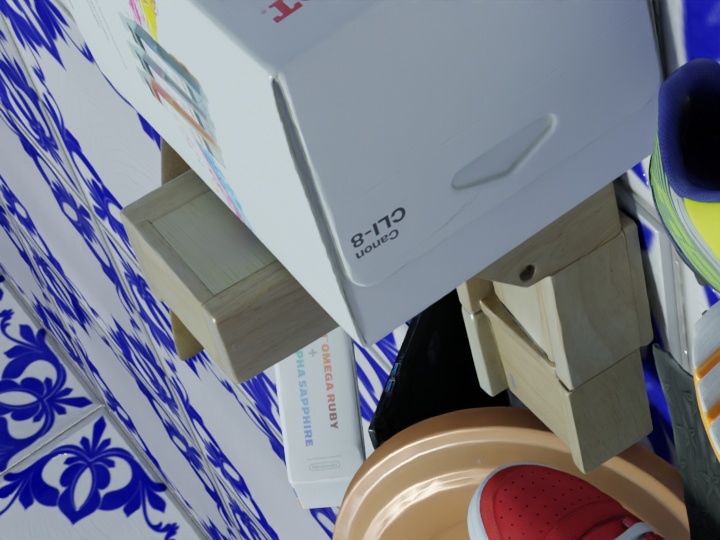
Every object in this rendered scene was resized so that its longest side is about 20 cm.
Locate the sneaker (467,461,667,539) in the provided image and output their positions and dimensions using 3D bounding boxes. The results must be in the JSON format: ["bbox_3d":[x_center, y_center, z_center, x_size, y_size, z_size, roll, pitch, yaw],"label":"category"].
[{"bbox_3d":[0.121,0.133,0.819,0.200,0.071,0.112,45,160,19],"label":"sneaker"}]

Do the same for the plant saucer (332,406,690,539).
[{"bbox_3d":[0.082,0.153,1.045,0.200,0.200,0.032,62,-151,-26],"label":"plant saucer"}]

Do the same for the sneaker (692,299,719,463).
[{"bbox_3d":[0.182,0.087,0.721,0.200,0.078,0.077,52,176,23],"label":"sneaker"}]

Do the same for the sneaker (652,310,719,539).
[{"bbox_3d":[0.178,0.118,0.855,0.104,0.060,0.200,32,148,58],"label":"sneaker"}]

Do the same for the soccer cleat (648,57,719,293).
[{"bbox_3d":[0.150,-0.002,0.632,0.200,0.065,0.084,40,158,51],"label":"soccer cleat"}]

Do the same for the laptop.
[{"bbox_3d":[0.016,0.052,1.168,0.103,0.200,0.177,6,143,23],"label":"laptop"}]

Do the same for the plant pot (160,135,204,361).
[{"bbox_3d":[-0.085,-0.052,1.165,0.200,0.027,0.200,179,90,-90],"label":"plant pot"}]

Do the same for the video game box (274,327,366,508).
[{"bbox_3d":[-0.026,0.034,1.192,0.200,0.047,0.182,89,176,-80],"label":"video game box"}]

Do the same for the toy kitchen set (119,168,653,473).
[{"bbox_3d":[0.000,0.000,0.922,0.163,0.180,0.200,45,159,43],"label":"toy kitchen set"}]

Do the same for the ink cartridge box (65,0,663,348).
[{"bbox_3d":[-0.009,-0.106,0.773,0.200,0.145,0.145,45,163,37],"label":"ink cartridge box"}]
